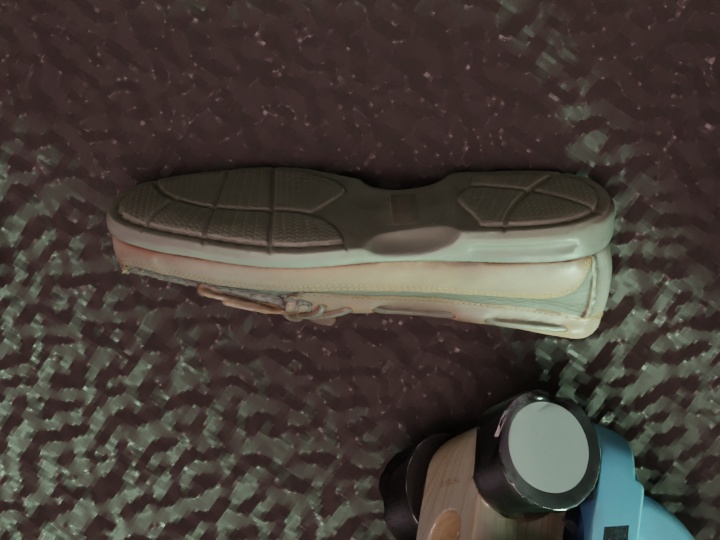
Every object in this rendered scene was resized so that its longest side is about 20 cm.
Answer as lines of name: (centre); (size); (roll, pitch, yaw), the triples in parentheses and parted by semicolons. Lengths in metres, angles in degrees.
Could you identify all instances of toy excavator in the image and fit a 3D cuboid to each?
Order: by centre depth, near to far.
toy excavator: (0.106, 0.164, 0.895); (0.199, 0.196, 0.100); (20, 154, -21)

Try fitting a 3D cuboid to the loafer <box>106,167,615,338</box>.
loafer: (0.000, 0.000, 0.889); (0.198, 0.072, 0.063); (0, 119, 6)
